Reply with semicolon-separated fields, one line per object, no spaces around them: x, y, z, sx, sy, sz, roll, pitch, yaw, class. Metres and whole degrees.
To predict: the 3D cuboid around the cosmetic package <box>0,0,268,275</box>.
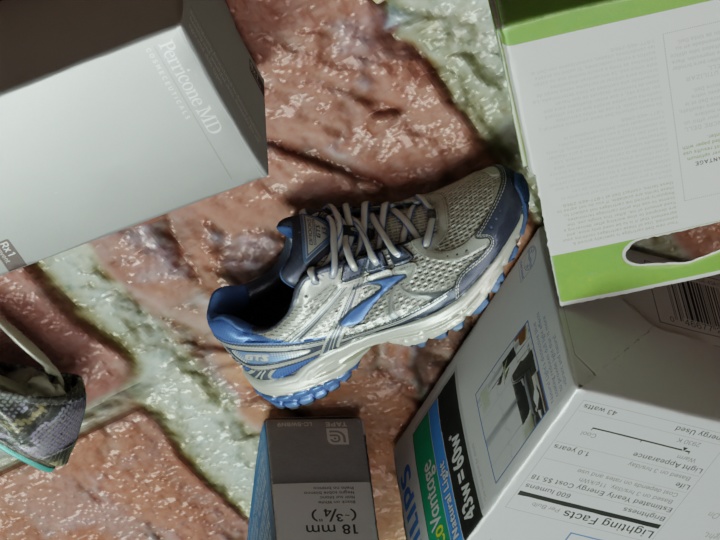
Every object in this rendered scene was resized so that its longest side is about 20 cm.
-0.153;-0.073;1.146;0.199;0.091;0.107;-19;131;15;cosmetic package

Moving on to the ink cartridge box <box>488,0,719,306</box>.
0.149;-0.086;1.181;0.147;0.076;0.201;-12;135;4;ink cartridge box

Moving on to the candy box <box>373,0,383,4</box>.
-0.006;-0.222;1.041;0.116;0.057;0.200;-30;129;20;candy box

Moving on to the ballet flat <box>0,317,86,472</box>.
-0.234;0.044;1.273;0.200;0.072;0.072;25;126;-28;ballet flat

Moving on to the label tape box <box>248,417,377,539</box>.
-0.026;0.206;1.341;0.063;0.201;0.145;0;134;-8;label tape box

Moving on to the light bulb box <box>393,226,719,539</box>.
0.149;0.106;1.331;0.197;0.125;0.200;15;131;-21;light bulb box

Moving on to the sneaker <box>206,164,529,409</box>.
0.000;0.000;1.246;0.200;0.077;0.085;-34;125;23;sneaker
